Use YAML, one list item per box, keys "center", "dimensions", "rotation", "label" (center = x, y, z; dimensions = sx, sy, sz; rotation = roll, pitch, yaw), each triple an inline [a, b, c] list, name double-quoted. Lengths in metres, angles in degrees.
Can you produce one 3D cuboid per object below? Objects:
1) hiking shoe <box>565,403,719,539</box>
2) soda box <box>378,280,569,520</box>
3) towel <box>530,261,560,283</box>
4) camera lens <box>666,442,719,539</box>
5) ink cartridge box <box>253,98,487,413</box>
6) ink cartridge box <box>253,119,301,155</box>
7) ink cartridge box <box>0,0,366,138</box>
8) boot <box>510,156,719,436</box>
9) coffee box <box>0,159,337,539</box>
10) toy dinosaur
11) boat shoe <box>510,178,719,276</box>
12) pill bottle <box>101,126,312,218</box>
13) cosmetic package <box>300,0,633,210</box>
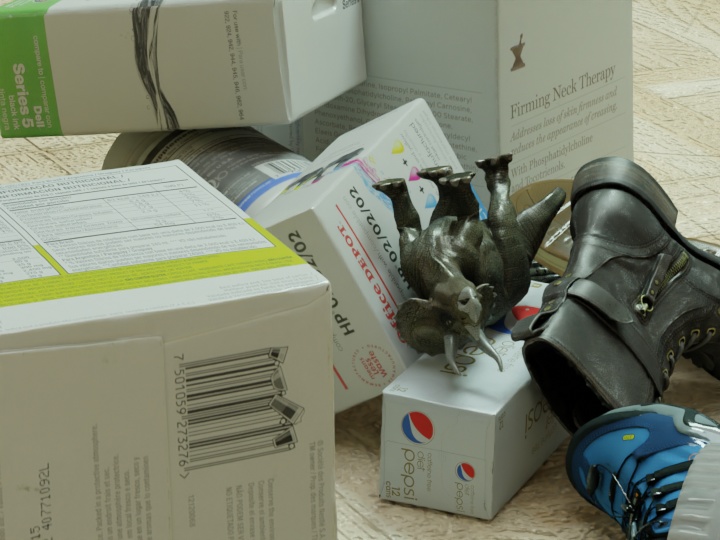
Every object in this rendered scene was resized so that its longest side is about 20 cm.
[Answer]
- center: [0.161, 0.121, 1.421]
  dimensions: [0.086, 0.075, 0.200]
  rotation: [-12, 24, -35]
  label: "hiking shoe"
- center: [0.078, 0.068, 1.581]
  dimensions: [0.068, 0.064, 0.200]
  rotation: [10, 22, 21]
  label: "soda box"
- center: [0.070, -0.017, 1.855]
  dimensions: [0.192, 0.035, 0.200]
  rotation: [-3, 21, -12]
  label: "towel"
- center: [0.233, 0.158, 1.199]
  dimensions: [0.199, 0.161, 0.160]
  rotation: [8, 21, 18]
  label: "camera lens"
- center: [0.000, 0.000, 1.599]
  dimensions: [0.068, 0.115, 0.200]
  rotation: [-23, 14, 34]
  label: "ink cartridge box"
- center: [-0.056, -0.107, 1.970]
  dimensions: [0.200, 0.118, 0.067]
  rotation: [-15, 23, -39]
  label: "ink cartridge box"
- center: [-0.113, -0.140, 1.787]
  dimensions: [0.199, 0.084, 0.145]
  rotation: [-1, 15, 21]
  label: "ink cartridge box"
- center: [0.159, 0.050, 1.583]
  dimensions: [0.069, 0.200, 0.174]
  rotation: [-28, 30, 36]
  label: "boot"
- center: [-0.139, 0.079, 1.333]
  dimensions: [0.199, 0.200, 0.198]
  rotation: [-9, 22, -23]
  label: "coffee box"
- center: [0.059, -0.007, 1.577]
  dimensions: [0.077, 0.103, 0.200]
  rotation: [-6, 7, 21]
  label: "toy dinosaur"
- center: [0.167, 0.006, 1.741]
  dimensions: [0.200, 0.065, 0.071]
  rotation: [28, 54, 36]
  label: "boat shoe"
- center: [-0.077, -0.029, 1.764]
  dimensions: [0.113, 0.114, 0.200]
  rotation: [-10, 23, -29]
  label: "pill bottle"
- center: [0.070, -0.143, 1.882]
  dimensions: [0.166, 0.201, 0.167]
  rotation: [12, 24, 35]
  label: "cosmetic package"
